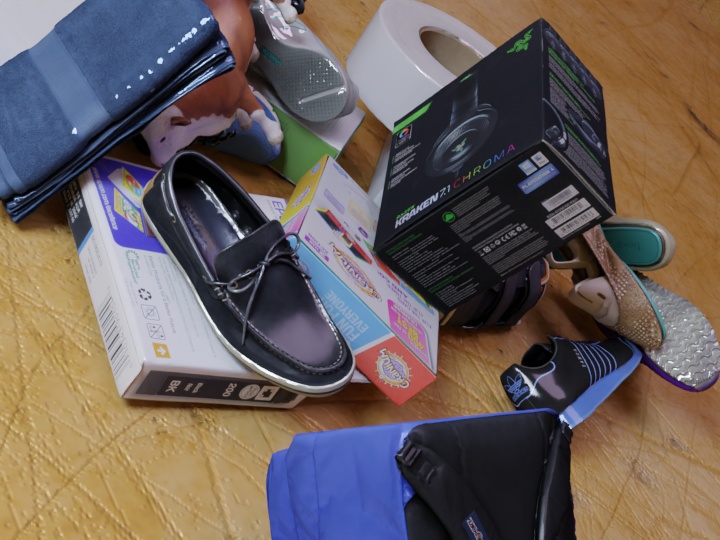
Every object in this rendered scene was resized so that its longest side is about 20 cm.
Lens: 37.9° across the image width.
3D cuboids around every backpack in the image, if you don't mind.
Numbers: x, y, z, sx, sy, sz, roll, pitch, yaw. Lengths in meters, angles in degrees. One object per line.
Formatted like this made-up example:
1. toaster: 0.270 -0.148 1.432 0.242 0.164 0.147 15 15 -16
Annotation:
1. backpack: 0.036 0.185 0.588 0.162 0.167 0.201 0 79 -41

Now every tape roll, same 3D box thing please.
1. tape roll: 0.087 -0.191 1.082 0.202 0.071 0.203 25 33 -17

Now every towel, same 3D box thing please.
1. towel: -0.190 -0.132 0.739 0.112 0.200 0.049 55 5 28

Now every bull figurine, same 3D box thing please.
1. bull figurine: -0.113 -0.166 0.839 0.121 0.065 0.201 31 63 -52

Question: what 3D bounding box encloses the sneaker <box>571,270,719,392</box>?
1. sneaker: 0.302 0.067 1.081 0.200 0.069 0.100 52 -6 47

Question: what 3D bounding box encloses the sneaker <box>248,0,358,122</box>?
1. sneaker: -0.080 -0.208 0.965 0.200 0.070 0.080 47 17 8

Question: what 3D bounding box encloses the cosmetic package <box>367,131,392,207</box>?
1. cosmetic package: 0.071 -0.093 1.074 0.101 0.071 0.200 33 32 -10

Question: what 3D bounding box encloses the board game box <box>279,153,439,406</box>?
1. board game box: 0.000 0.000 0.847 0.153 0.040 0.200 45 20 -12

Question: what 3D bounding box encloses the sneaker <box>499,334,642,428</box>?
1. sneaker: 0.197 0.089 0.970 0.078 0.070 0.200 50 32 10

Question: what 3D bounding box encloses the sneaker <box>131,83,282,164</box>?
1. sneaker: -0.154 -0.126 0.894 0.199 0.078 0.090 19 55 -35

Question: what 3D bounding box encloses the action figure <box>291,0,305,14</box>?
1. action figure: -0.116 -0.323 1.135 0.102 0.200 0.119 10 51 24

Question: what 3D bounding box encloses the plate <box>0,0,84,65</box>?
1. plate: -0.214 -0.226 0.829 0.200 0.200 0.032 48 9 28

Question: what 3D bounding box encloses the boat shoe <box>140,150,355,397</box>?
1. boat shoe: -0.075 0.000 0.703 0.074 0.062 0.200 -31 75 -35

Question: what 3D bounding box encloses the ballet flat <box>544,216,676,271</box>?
1. ballet flat: 0.234 -0.035 1.101 0.199 0.070 0.069 11 17 31

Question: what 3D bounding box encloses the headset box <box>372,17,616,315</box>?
1. headset box: 0.112 -0.093 0.878 0.093 0.174 0.200 41 35 -24

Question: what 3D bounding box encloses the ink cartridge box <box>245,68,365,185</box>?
1. ink cartridge box: -0.100 -0.170 1.005 0.200 0.059 0.104 36 31 -5

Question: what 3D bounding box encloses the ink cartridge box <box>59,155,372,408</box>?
1. ink cartridge box: -0.108 0.010 0.775 0.199 0.043 0.199 10 42 -42

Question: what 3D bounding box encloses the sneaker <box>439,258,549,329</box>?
1. sneaker: 0.131 0.013 0.991 0.079 0.079 0.200 37 29 8

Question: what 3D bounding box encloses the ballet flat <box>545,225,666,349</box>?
1. ballet flat: 0.220 -0.002 1.023 0.065 0.071 0.200 -21 67 -18
